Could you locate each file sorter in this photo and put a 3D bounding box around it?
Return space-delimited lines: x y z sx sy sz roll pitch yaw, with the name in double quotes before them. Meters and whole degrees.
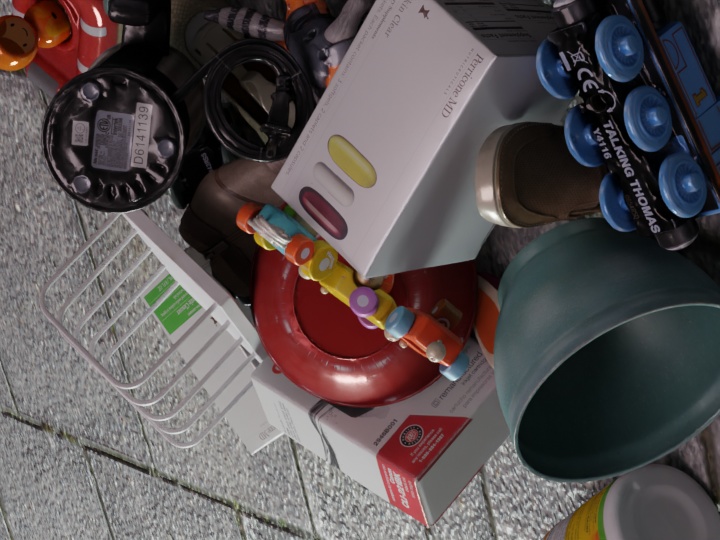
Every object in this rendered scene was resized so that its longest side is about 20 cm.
"file sorter" -0.176 0.053 1.741 0.139 0.125 0.200 42 172 21

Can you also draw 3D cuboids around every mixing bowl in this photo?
"mixing bowl" -0.002 0.020 1.646 0.201 0.199 0.108 55 -174 0

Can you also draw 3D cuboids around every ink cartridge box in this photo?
"ink cartridge box" 0.024 0.109 1.762 0.199 0.144 0.084 29 154 32

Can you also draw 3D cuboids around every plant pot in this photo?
"plant pot" 0.183 0.046 1.523 0.201 0.199 0.135 102 151 -46

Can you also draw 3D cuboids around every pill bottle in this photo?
"pill bottle" 0.214 0.251 1.698 0.111 0.111 0.200 50 145 7

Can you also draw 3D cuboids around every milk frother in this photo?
"milk frother" -0.144 -0.134 1.662 0.199 0.188 0.182 24 104 -4

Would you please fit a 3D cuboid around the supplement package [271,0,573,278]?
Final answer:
"supplement package" 0.057 -0.111 1.481 0.111 0.155 0.201 43 118 24

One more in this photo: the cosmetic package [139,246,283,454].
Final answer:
"cosmetic package" -0.115 0.066 1.954 0.201 0.085 0.108 55 144 3

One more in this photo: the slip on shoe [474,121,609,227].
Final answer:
"slip on shoe" 0.151 -0.069 1.448 0.060 0.199 0.077 1 91 33

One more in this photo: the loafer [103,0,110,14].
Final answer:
"loafer" -0.173 -0.274 1.761 0.063 0.072 0.200 42 141 6

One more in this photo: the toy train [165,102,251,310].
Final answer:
"toy train" -0.118 -0.059 1.840 0.085 0.114 0.201 -18 115 12

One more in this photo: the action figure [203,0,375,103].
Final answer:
"action figure" -0.038 -0.168 1.658 0.193 0.104 0.201 40 138 40

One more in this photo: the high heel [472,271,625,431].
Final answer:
"high heel" 0.167 0.067 1.672 0.201 0.095 0.068 57 143 37

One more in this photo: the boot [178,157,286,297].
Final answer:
"boot" -0.056 -0.024 1.756 0.200 0.070 0.146 44 117 -13

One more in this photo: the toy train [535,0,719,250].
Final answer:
"toy train" 0.202 -0.117 1.410 0.086 0.114 0.201 -13 109 48

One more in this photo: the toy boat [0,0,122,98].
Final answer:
"toy boat" -0.301 -0.233 1.885 0.130 0.130 0.201 38 142 22

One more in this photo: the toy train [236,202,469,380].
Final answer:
"toy train" 0.000 0.000 1.510 0.200 0.056 0.150 38 174 -15

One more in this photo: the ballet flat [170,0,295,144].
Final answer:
"ballet flat" -0.101 -0.179 1.750 0.200 0.067 0.062 46 173 0
